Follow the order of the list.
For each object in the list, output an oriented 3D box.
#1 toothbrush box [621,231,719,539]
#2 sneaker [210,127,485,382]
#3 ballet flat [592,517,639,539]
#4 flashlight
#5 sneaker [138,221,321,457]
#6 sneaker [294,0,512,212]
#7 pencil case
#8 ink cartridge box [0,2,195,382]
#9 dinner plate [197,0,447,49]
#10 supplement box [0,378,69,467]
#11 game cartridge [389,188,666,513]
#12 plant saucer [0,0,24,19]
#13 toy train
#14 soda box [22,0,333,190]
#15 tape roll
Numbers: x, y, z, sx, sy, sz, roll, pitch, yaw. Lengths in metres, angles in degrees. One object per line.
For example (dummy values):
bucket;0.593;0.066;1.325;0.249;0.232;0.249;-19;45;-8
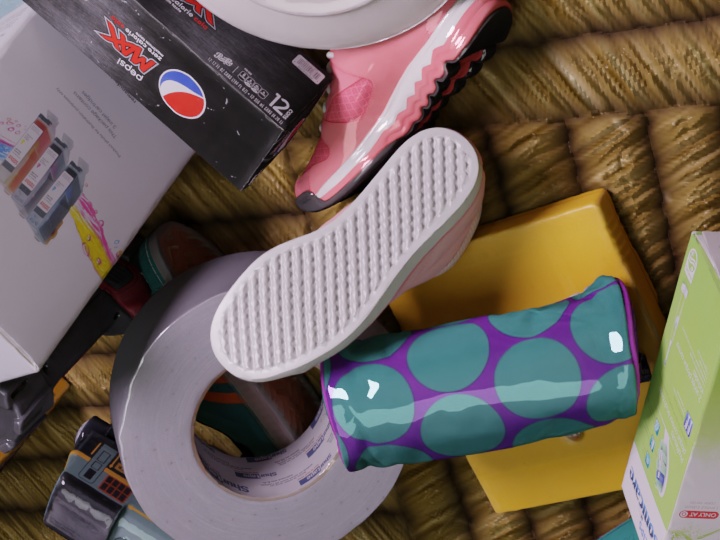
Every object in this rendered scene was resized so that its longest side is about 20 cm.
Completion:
toothbrush box;0.249;0.083;0.998;0.144;0.086;0.202;2;127;-9
sneaker;0.000;0.000;1.055;0.200;0.105;0.075;-42;77;0
ballet flat;0.158;0.224;1.187;0.071;0.070;0.199;37;132;-25
flashlight;-0.201;0.050;1.163;0.067;0.200;0.068;-7;118;31
sneaker;-0.107;0.061;1.205;0.079;0.072;0.201;-23;109;31
sneaker;0.011;-0.119;1.047;0.087;0.074;0.200;48;126;10
pencil case;0.075;0.063;1.045;0.198;0.093;0.085;-12;140;12
ink cartridge box;-0.233;-0.043;1.070;0.145;0.201;0.145;-16;123;47
dinner plate;-0.030;-0.201;0.927;0.198;0.024;0.202;5;131;5
supplement box;-0.328;0.143;1.343;0.086;0.110;0.200;42;129;-3
game cartridge;0.124;0.058;1.117;0.175;0.032;0.201;-16;109;33
plant saucer;-0.166;-0.191;1.096;0.199;0.039;0.203;13;125;18
toy train;-0.140;0.186;1.273;0.199;0.114;0.086;32;129;5
soda box;-0.118;-0.146;1.027;0.200;0.063;0.071;41;138;0
tape roll;-0.066;0.092;1.139;0.198;0.066;0.203;-5;110;-14
